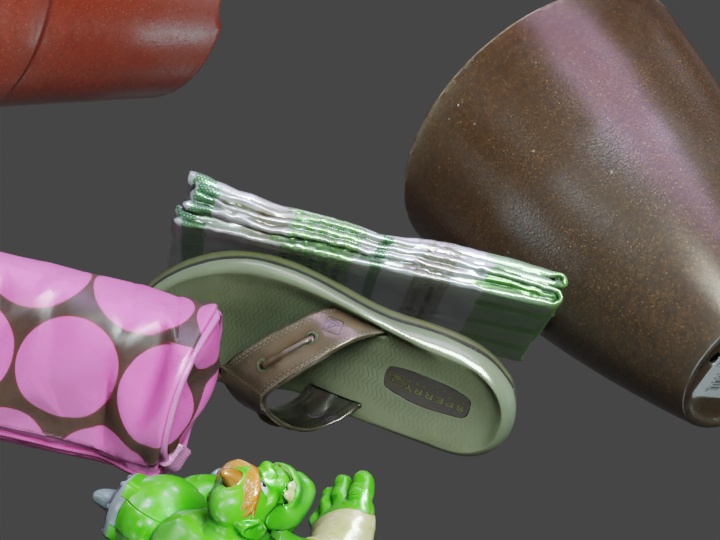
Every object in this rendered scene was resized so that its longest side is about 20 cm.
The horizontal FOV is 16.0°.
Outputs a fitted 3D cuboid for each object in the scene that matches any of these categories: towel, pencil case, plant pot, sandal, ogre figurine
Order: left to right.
[{"bbox_3d":[-0.166,0.041,1.192,0.198,0.094,0.091,11,-20,0],"label":"pencil case"},{"bbox_3d":[-0.198,-0.182,1.553,0.194,0.202,0.200,0,25,-42],"label":"plant pot"},{"bbox_3d":[-0.030,0.132,1.049,0.119,0.098,0.201,15,33,-40],"label":"ogre figurine"},{"bbox_3d":[-0.021,0.047,1.256,0.199,0.080,0.057,16,38,9],"label":"sandal"},{"bbox_3d":[0.000,0.000,1.318,0.198,0.031,0.149,13,-13,-3],"label":"towel"},{"bbox_3d":[0.152,-0.016,1.373,0.186,0.188,0.200,-8,45,-36],"label":"plant pot"}]
